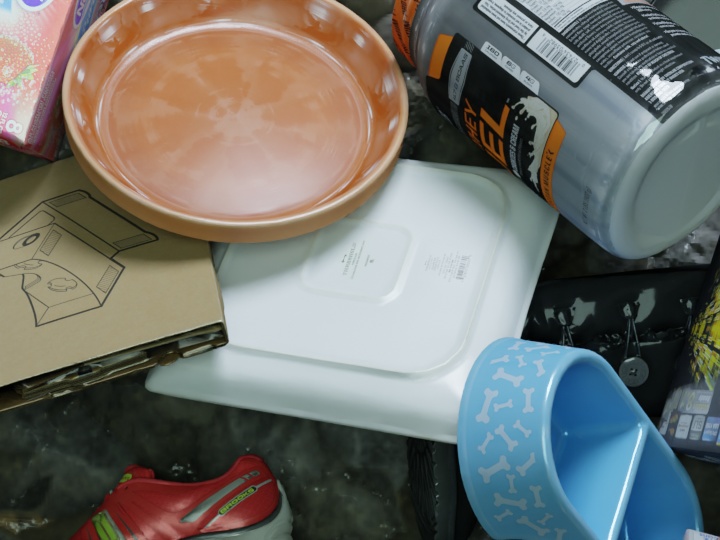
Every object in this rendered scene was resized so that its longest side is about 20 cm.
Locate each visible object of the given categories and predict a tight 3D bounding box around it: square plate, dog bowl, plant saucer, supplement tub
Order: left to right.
[{"bbox_3d":[-0.072,-0.093,1.150,0.198,0.032,0.201,3,51,-3],"label":"plant saucer"},{"bbox_3d":[0.000,0.000,1.117,0.197,0.029,0.201,8,50,15],"label":"square plate"},{"bbox_3d":[0.116,-0.108,1.117,0.123,0.123,0.200,-47,57,-1],"label":"supplement tub"},{"bbox_3d":[0.124,0.118,1.065,0.049,0.200,0.112,-8,44,37],"label":"dog bowl"}]

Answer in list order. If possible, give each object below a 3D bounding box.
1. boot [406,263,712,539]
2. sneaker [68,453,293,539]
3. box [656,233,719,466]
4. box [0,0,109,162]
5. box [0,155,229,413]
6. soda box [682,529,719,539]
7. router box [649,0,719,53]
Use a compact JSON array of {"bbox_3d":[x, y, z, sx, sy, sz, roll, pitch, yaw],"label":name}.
[{"bbox_3d":[0.130,0.080,1.166,0.198,0.066,0.166,-6,112,-13],"label":"boot"},{"bbox_3d":[-0.138,0.160,1.177,0.198,0.077,0.085,-15,66,0],"label":"sneaker"},{"bbox_3d":[0.233,0.028,1.042,0.049,0.200,0.162,18,85,-13],"label":"box"},{"bbox_3d":[-0.201,-0.176,1.174,0.102,0.095,0.201,19,88,2],"label":"box"},{"bbox_3d":[-0.164,-0.001,1.127,0.162,0.201,0.021,-17,128,0],"label":"box"},{"bbox_3d":[0.175,0.240,1.042,0.069,0.064,0.201,14,116,3],"label":"soda box"},{"bbox_3d":[0.280,-0.145,1.174,0.199,0.052,0.158,34,88,4],"label":"router box"}]
